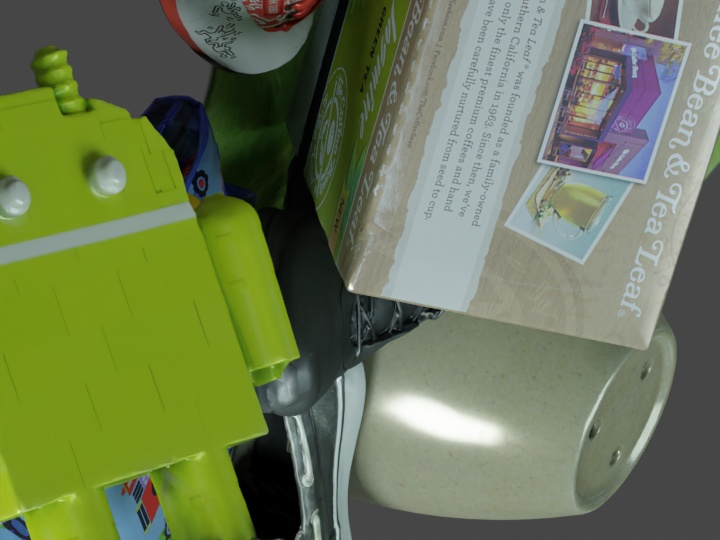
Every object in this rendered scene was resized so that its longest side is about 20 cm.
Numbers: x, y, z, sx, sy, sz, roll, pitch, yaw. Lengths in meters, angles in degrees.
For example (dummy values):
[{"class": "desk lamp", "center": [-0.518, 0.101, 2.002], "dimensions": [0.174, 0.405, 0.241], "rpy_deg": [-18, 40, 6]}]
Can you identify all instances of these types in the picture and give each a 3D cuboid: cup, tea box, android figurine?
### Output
[{"class": "cup", "center": [0.072, 0.045, 1.371], "dimensions": [0.200, 0.143, 0.201], "rpy_deg": [-44, 148, -37]}, {"class": "tea box", "center": [0.067, -0.104, 1.123], "dimensions": [0.197, 0.133, 0.200], "rpy_deg": [-114, -143, -66]}, {"class": "android figurine", "center": [-0.103, 0.017, 0.995], "dimensions": [0.182, 0.041, 0.200], "rpy_deg": [-13, 85, -43]}]

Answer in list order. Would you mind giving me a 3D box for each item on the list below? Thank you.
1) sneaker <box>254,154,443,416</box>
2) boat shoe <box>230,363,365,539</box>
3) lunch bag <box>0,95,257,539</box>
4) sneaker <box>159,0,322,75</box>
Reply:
[{"class": "sneaker", "center": [0.000, 0.000, 1.182], "dimensions": [0.200, 0.091, 0.076], "rpy_deg": [-68, 162, -59]}, {"class": "boat shoe", "center": [-0.043, 0.121, 1.313], "dimensions": [0.064, 0.071, 0.200], "rpy_deg": [-33, 133, -49]}, {"class": "lunch bag", "center": [-0.091, 0.037, 1.123], "dimensions": [0.200, 0.094, 0.151], "rpy_deg": [-60, 154, -32]}, {"class": "sneaker", "center": [-0.023, -0.125, 1.059], "dimensions": [0.067, 0.108, 0.202], "rpy_deg": [-53, 153, -22]}]
